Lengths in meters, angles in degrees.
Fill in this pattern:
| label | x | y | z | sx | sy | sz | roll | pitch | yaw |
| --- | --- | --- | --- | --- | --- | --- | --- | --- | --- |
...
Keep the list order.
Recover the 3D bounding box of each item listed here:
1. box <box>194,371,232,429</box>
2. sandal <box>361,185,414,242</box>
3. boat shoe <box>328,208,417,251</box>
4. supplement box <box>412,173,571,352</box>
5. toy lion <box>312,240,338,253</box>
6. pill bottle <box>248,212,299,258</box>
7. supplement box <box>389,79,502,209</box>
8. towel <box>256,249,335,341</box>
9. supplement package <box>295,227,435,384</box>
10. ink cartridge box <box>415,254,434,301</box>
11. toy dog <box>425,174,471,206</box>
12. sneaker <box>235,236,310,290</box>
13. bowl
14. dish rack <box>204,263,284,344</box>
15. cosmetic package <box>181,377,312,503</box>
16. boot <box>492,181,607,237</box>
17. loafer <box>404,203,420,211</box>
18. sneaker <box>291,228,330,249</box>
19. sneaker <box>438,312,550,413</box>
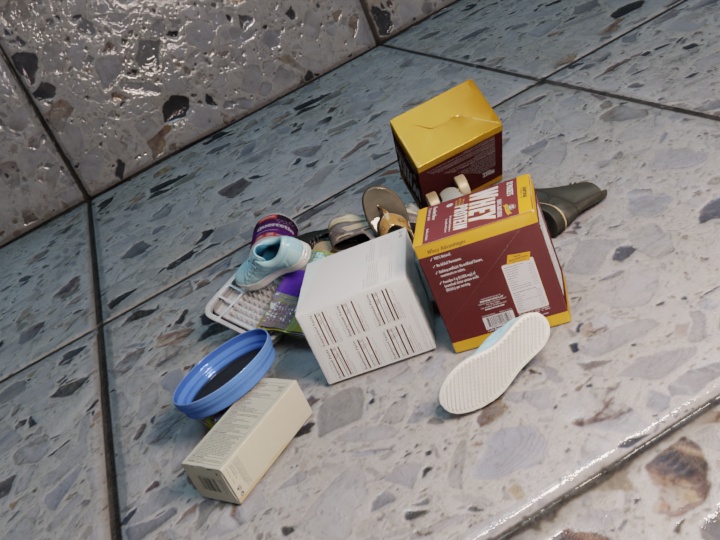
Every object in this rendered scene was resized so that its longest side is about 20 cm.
| label | x | y | z | sx | sy | sz | roll | pitch | yaw |
| --- | --- | --- | --- | --- | --- | --- | --- | --- | --- |
| box | -0.250 | 0.222 | 1.524 | 0.117 | 0.049 | 0.199 | -38 | 26 | -24 |
| sandal | 0.062 | -0.064 | 1.596 | 0.080 | 0.204 | 0.055 | -16 | 0 | -3 |
| boat shoe | 0.032 | -0.069 | 1.664 | 0.196 | 0.075 | 0.075 | -7 | 57 | 15 |
| supplement box | 0.209 | -0.011 | 1.349 | 0.194 | 0.203 | 0.134 | -17 | 25 | 17 |
| toy lion | 0.000 | 0.000 | 1.681 | 0.197 | 0.070 | 0.192 | -23 | 40 | -10 |
| pill bottle | -0.195 | -0.058 | 1.935 | 0.110 | 0.114 | 0.201 | -22 | 25 | 8 |
| supplement box | 0.184 | -0.252 | 1.788 | 0.194 | 0.201 | 0.134 | -27 | 62 | -4 |
| towel | -0.106 | 0.042 | 1.631 | 0.141 | 0.023 | 0.202 | 9 | 60 | 35 |
| supplement package | 0.013 | 0.059 | 1.465 | 0.196 | 0.149 | 0.192 | -19 | 24 | 13 |
| ink cartridge box | 0.203 | -0.033 | 1.508 | 0.196 | 0.089 | 0.146 | -17 | 14 | 12 |
| toy dog | 0.200 | -0.098 | 1.695 | 0.129 | 0.097 | 0.202 | -14 | 42 | 17 |
| sneaker | -0.190 | -0.025 | 1.651 | 0.198 | 0.081 | 0.075 | -25 | 50 | 36 |
| bowl | -0.230 | 0.178 | 1.455 | 0.198 | 0.040 | 0.201 | -30 | 18 | 11 |
| dish rack | -0.198 | 0.069 | 1.708 | 0.197 | 0.044 | 0.172 | 20 | 56 | 35 |
| cosmetic package | -0.176 | 0.263 | 1.339 | 0.102 | 0.074 | 0.200 | -3 | 33 | 42 |
| boot | 0.358 | -0.138 | 1.624 | 0.137 | 0.079 | 0.199 | -30 | 38 | -19 |
| loafer | 0.078 | -0.089 | 1.795 | 0.070 | 0.070 | 0.199 | -48 | 14 | -18 |
| sneaker | -0.093 | -0.055 | 1.776 | 0.102 | 0.061 | 0.200 | -10 | 11 | 20 |
| sneaker | 0.194 | 0.141 | 1.253 | 0.198 | 0.075 | 0.082 | -35 | -4 | -8 |
